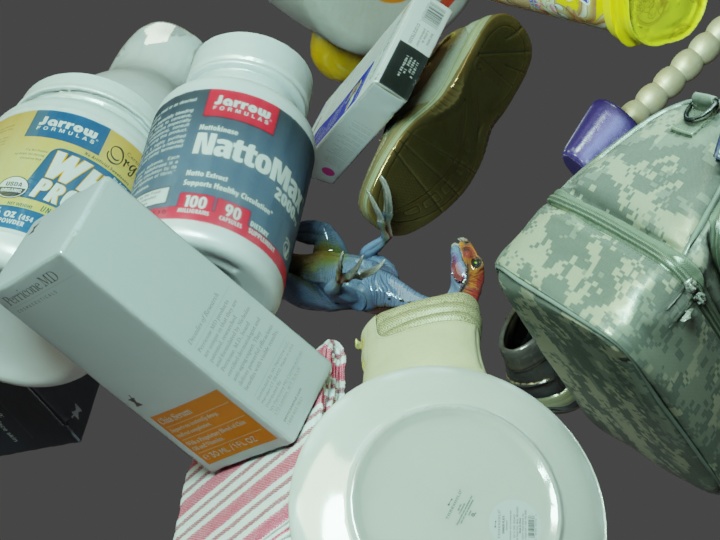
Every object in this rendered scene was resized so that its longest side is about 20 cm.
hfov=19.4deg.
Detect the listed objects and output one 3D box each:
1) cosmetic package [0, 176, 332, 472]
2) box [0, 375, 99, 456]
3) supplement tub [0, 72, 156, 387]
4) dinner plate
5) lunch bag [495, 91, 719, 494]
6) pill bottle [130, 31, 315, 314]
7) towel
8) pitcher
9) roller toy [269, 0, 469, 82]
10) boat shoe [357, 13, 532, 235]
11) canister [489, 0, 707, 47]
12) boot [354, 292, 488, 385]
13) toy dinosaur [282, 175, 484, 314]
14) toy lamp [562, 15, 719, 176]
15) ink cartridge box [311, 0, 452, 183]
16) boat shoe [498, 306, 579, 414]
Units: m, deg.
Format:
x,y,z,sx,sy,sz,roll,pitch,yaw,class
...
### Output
x,y,z,sx,sy,sz,roll,pitch,yaw,class
-0.129,0.038,1.373,0.101,0.200,0.071,-25,30,50,cosmetic package
-0.332,0.047,1.637,0.200,0.197,0.118,-11,44,28,box
-0.221,-0.032,1.508,0.144,0.145,0.200,-12,40,28,supplement tub
0.056,0.148,1.283,0.200,0.024,0.200,5,66,-11,dinner plate
0.199,0.010,1.274,0.168,0.200,0.139,-48,41,-11,lunch bag
-0.095,-0.065,1.471,0.119,0.120,0.200,-11,48,28,pill bottle
-0.067,0.144,1.389,0.146,0.030,0.200,-39,22,23,towel
-0.203,-0.094,1.717,0.172,0.121,0.200,-51,11,30,pitcher
0.006,-0.271,1.708,0.200,0.182,0.140,-43,40,-7,roller toy
0.057,-0.109,1.609,0.200,0.074,0.066,-53,27,-19,boat shoe
0.166,-0.261,1.613,0.086,0.149,0.200,-18,25,-33,canister
0.008,0.110,1.422,0.200,0.073,0.156,-37,31,18,boot
0.000,0.000,1.547,0.181,0.200,0.105,29,61,10,toy dinosaur
0.226,-0.137,1.515,0.200,0.058,0.058,-42,39,-9,toy lamp
0.002,-0.132,1.641,0.200,0.037,0.095,-40,21,58,ink cartridge box
0.153,0.001,1.416,0.074,0.073,0.200,2,53,38,boat shoe
